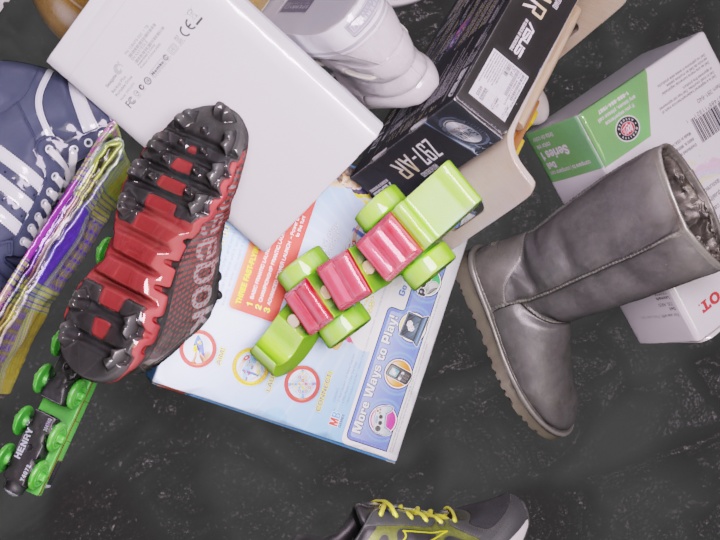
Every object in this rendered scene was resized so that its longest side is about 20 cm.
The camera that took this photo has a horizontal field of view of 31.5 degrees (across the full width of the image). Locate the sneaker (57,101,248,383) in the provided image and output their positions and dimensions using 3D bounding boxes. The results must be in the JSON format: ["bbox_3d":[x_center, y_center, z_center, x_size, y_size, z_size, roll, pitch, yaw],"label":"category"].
[{"bbox_3d":[-0.126,-0.016,0.862,0.070,0.098,0.202,27,92,23],"label":"sneaker"}]

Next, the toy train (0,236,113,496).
[{"bbox_3d":[-0.201,0.068,0.915,0.041,0.056,0.201,22,82,13],"label":"toy train"}]

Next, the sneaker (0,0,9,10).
[{"bbox_3d":[-0.297,-0.175,0.875,0.201,0.090,0.078,-54,130,-16],"label":"sneaker"}]

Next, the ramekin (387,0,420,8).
[{"bbox_3d":[0.021,-0.304,0.954,0.200,0.094,0.205,0,91,-15],"label":"ramekin"}]

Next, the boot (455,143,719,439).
[{"bbox_3d":[0.184,0.022,0.954,0.199,0.073,0.183,-24,100,30],"label":"boot"}]

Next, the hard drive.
[{"bbox_3d":[-0.100,-0.120,0.863,0.200,0.027,0.132,42,123,-9],"label":"hard drive"}]

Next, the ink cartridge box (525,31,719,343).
[{"bbox_3d":[0.246,-0.062,1.012,0.144,0.084,0.201,-33,99,-23],"label":"ink cartridge box"}]

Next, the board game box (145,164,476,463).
[{"bbox_3d":[-0.037,0.018,0.961,0.194,0.056,0.202,20,85,-14],"label":"board game box"}]

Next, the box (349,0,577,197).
[{"bbox_3d":[0.084,-0.152,0.911,0.043,0.160,0.201,36,62,-12],"label":"box"}]

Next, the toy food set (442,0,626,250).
[{"bbox_3d":[0.114,-0.105,0.922,0.060,0.143,0.201,36,58,-12],"label":"toy food set"}]

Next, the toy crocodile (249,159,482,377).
[{"bbox_3d":[0.000,0.000,0.876,0.200,0.062,0.068,-38,87,24],"label":"toy crocodile"}]

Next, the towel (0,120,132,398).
[{"bbox_3d":[-0.209,0.001,0.871,0.023,0.144,0.201,30,80,-1],"label":"towel"}]

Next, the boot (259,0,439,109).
[{"bbox_3d":[-0.026,-0.157,0.906,0.074,0.200,0.096,-51,123,-8],"label":"boot"}]

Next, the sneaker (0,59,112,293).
[{"bbox_3d":[-0.225,-0.050,0.895,0.107,0.070,0.202,2,80,-15],"label":"sneaker"}]

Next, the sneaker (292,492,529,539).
[{"bbox_3d":[0.036,0.208,0.973,0.199,0.074,0.085,-23,96,-14],"label":"sneaker"}]

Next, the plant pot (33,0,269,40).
[{"bbox_3d":[-0.148,-0.240,0.900,0.198,0.027,0.202,-2,79,8],"label":"plant pot"}]
